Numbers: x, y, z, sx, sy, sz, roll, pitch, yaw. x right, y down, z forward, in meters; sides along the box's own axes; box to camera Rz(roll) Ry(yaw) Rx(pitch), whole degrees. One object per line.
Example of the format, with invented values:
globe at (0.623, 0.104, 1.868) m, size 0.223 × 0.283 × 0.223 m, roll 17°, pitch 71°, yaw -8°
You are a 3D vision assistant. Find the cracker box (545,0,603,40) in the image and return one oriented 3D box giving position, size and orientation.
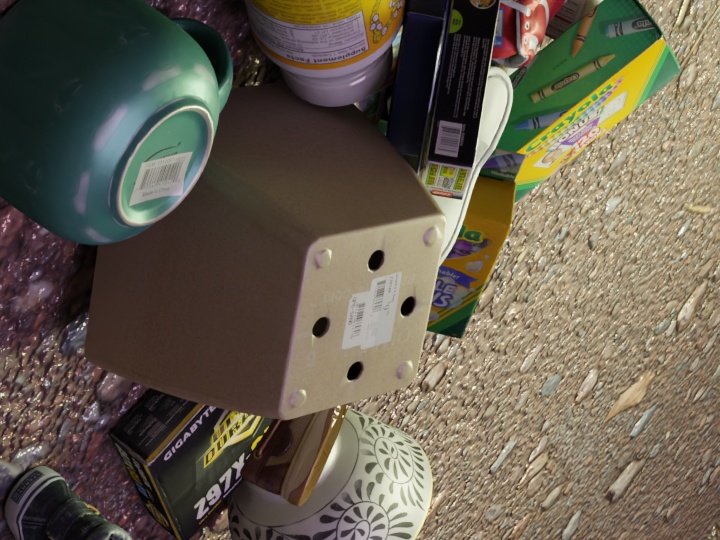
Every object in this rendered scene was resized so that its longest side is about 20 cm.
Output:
cracker box at (0.213, -0.298, 1.788) m, size 0.134 × 0.057 × 0.202 m, roll -27°, pitch 141°, yaw -61°

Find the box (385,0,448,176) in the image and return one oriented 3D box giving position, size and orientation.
box at (0.046, -0.172, 1.533) m, size 0.201 × 0.032 × 0.122 m, roll -81°, pitch 180°, yaw -50°

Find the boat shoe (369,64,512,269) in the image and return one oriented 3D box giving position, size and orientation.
boat shoe at (0.047, -0.069, 1.598) m, size 0.076 × 0.060 × 0.201 m, roll 45°, pitch 70°, yaw -43°

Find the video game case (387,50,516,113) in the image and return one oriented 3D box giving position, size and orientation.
video game case at (0.086, -0.155, 1.767) m, size 0.201 × 0.022 × 0.183 m, roll -54°, pitch 160°, yaw -24°

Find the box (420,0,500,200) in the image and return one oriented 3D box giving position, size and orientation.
box at (0.077, -0.161, 1.515) m, size 0.110 × 0.034 × 0.202 m, roll 97°, pitch 3°, yaw -81°

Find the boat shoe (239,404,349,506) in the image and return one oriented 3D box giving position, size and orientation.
boat shoe at (-0.040, 0.088, 1.712) m, size 0.072 × 0.071 × 0.202 m, roll 74°, pitch 37°, yaw -74°

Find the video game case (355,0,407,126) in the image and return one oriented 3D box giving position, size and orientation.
video game case at (0.005, -0.154, 1.663) m, size 0.182 × 0.024 × 0.201 m, roll -32°, pitch 146°, yaw -42°

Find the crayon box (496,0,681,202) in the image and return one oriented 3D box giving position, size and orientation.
crayon box at (0.168, -0.141, 1.763) m, size 0.199 × 0.058 × 0.119 m, roll -38°, pitch 163°, yaw 7°

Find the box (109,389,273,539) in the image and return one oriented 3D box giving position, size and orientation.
box at (-0.111, 0.113, 1.754) m, size 0.200 × 0.049 × 0.160 m, roll -47°, pitch 156°, yaw -19°

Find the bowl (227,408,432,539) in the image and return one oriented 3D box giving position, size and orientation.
bowl at (-0.045, 0.186, 1.841) m, size 0.201 × 0.200 × 0.095 m, roll -47°, pitch 130°, yaw -18°

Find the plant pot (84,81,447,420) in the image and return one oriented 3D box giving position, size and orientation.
plant pot at (-0.055, -0.003, 1.480) m, size 0.199 × 0.176 × 0.202 m, roll -11°, pitch 121°, yaw -42°

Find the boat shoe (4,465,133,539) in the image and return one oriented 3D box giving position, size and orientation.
boat shoe at (-0.217, 0.235, 1.657) m, size 0.071 × 0.091 × 0.201 m, roll -46°, pitch 154°, yaw -19°

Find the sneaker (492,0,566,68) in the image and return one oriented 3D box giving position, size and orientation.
sneaker at (0.106, -0.239, 1.633) m, size 0.113 × 0.071 × 0.200 m, roll -61°, pitch 145°, yaw -20°

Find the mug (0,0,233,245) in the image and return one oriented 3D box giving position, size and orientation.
mug at (-0.151, -0.105, 1.326) m, size 0.185 × 0.114 × 0.152 m, roll -49°, pitch 155°, yaw -13°

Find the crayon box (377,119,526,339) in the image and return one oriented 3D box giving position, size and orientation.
crayon box at (0.050, -0.029, 1.731) m, size 0.201 × 0.124 × 0.052 m, roll 109°, pitch -8°, yaw -52°

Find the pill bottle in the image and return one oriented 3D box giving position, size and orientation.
pill bottle at (-0.027, -0.203, 1.434) m, size 0.113 × 0.112 × 0.201 m, roll -46°, pitch 153°, yaw -20°
